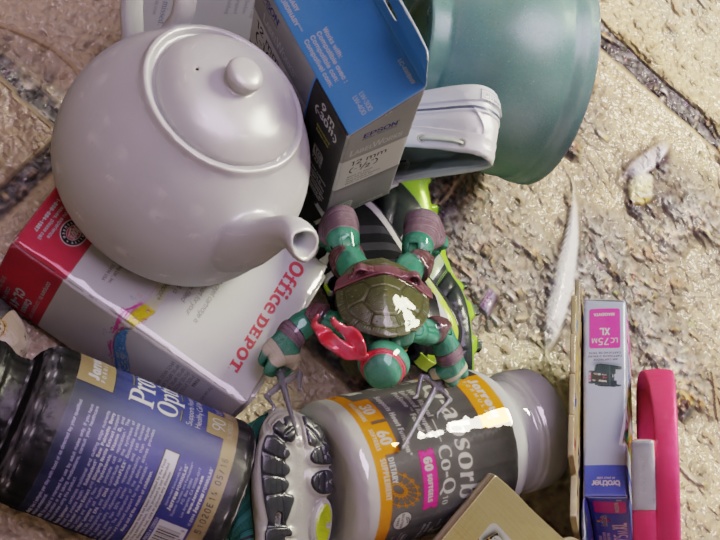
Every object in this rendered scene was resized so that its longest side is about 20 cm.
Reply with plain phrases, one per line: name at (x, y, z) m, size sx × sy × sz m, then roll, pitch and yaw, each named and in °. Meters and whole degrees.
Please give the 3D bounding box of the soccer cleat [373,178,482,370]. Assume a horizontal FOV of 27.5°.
soccer cleat at (0.041, 0.005, 1.204) m, size 0.080 × 0.068 × 0.201 m, roll -11°, pitch 68°, yaw -15°

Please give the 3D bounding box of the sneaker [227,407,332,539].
sneaker at (-0.060, 0.199, 1.036) m, size 0.077 × 0.079 × 0.202 m, roll 9°, pitch 80°, yaw -31°

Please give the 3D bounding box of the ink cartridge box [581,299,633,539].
ink cartridge box at (0.199, 0.139, 1.181) m, size 0.042 × 0.120 × 0.201 m, roll 0°, pitch 61°, yaw 13°

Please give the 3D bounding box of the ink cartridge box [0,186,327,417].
ink cartridge box at (-0.146, 0.006, 1.081) m, size 0.199 × 0.086 × 0.148 m, roll 37°, pitch 51°, yaw -7°

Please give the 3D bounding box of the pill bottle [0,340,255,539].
pill bottle at (-0.180, 0.119, 0.989) m, size 0.199 × 0.112 × 0.113 m, roll 25°, pitch 56°, yaw -16°

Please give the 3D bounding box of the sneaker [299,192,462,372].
sneaker at (0.000, 0.000, 1.139) m, size 0.200 × 0.072 × 0.083 m, roll 43°, pitch 23°, yaw 18°

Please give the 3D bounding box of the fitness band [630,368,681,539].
fitness band at (0.233, 0.178, 1.154) m, size 0.037 × 0.144 × 0.202 m, roll 0°, pitch 90°, yaw 12°

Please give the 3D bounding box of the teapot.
teapot at (-0.111, -0.100, 1.014) m, size 0.199 × 0.146 × 0.198 m, roll 31°, pitch 47°, yaw -11°

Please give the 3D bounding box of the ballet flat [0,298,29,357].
ballet flat at (-0.314, 0.002, 1.011) m, size 0.199 × 0.057 × 0.067 m, roll 36°, pitch 55°, yaw -8°

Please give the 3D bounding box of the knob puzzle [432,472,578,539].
knob puzzle at (0.097, 0.274, 1.077) m, size 0.218 × 0.030 × 0.222 m, roll -3°, pitch 96°, yaw -25°

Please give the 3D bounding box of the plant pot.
plant pot at (0.094, -0.181, 1.241) m, size 0.133 × 0.200 × 0.202 m, roll 7°, pitch 62°, yaw -21°

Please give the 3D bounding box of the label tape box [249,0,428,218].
label tape box at (-0.021, -0.147, 1.055) m, size 0.066 × 0.200 × 0.144 m, roll -23°, pitch 72°, yaw -16°

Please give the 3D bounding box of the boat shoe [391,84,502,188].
boat shoe at (0.015, -0.098, 1.168) m, size 0.074 × 0.199 × 0.067 m, roll 41°, pitch 45°, yaw -51°

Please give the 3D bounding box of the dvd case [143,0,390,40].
dvd case at (-0.086, -0.179, 1.172) m, size 0.198 × 0.144 × 0.018 m, roll 7°, pitch 32°, yaw -19°

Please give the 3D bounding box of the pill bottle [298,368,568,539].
pill bottle at (0.053, 0.137, 1.103) m, size 0.199 × 0.116 × 0.117 m, roll -10°, pitch 70°, yaw -31°

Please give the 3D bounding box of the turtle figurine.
turtle figurine at (0.013, 0.035, 1.028) m, size 0.149 × 0.101 × 0.201 m, roll 17°, pitch 41°, yaw -11°

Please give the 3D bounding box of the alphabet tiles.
alphabet tiles at (0.173, 0.118, 1.164) m, size 0.006 × 0.167 × 0.201 m, roll -1°, pitch 59°, yaw 12°
